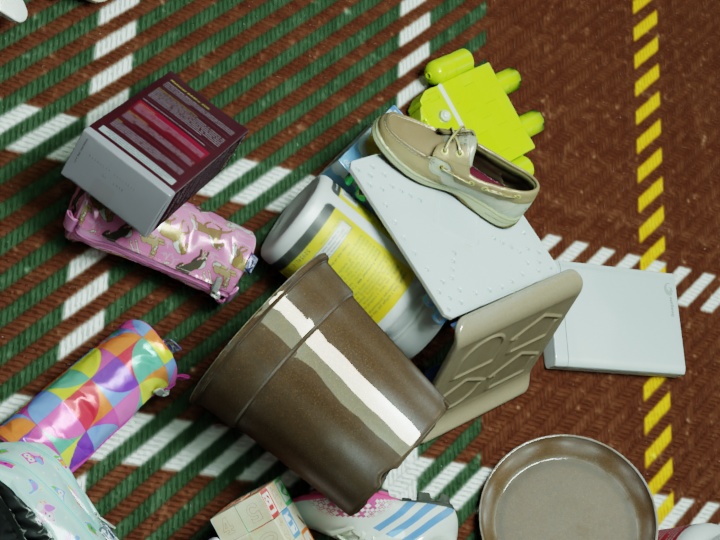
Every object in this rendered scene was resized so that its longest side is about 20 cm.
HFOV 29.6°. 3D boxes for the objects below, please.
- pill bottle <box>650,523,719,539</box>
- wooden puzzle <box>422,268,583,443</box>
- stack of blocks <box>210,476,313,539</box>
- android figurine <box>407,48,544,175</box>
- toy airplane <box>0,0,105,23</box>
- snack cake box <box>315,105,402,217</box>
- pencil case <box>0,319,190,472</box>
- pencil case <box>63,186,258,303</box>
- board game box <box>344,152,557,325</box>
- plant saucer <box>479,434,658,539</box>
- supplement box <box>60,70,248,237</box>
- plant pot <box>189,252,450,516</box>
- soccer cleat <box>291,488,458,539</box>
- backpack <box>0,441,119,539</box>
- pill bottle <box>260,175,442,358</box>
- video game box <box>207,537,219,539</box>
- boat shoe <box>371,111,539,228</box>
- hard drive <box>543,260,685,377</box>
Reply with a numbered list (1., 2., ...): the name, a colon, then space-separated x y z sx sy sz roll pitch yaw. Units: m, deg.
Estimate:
1. pill bottle: 0.361 0.342 1.514 0.111 0.200 0.113 9 70 -27
2. wooden puzzle: 0.141 0.088 1.500 0.184 0.201 0.046 -22 57 -33
3. stack of blocks: -0.063 0.308 1.340 0.058 0.115 0.201 -29 87 8
4. android figurine: 0.137 -0.177 1.656 0.199 0.041 0.183 -26 87 -36
5. toy airplane: -0.361 -0.358 1.405 0.198 0.141 0.202 -20 120 -22
6. snack cake box: 0.057 -0.073 1.563 0.200 0.067 0.115 48 56 -7
7. pencil case: -0.261 0.131 1.315 0.200 0.088 0.089 -40 95 -31
8. pencil case: -0.207 -0.037 1.401 0.199 0.087 0.083 24 99 -20
9. board game box: 0.100 -0.050 1.491 0.199 0.026 0.201 -20 71 -43
10. plant saucer: 0.231 0.282 1.520 0.198 0.032 0.202 -1 59 2
11. supplement box: -0.204 -0.122 1.381 0.109 0.061 0.200 37 31 0
12. plant pot: -0.031 0.123 1.350 0.198 0.200 0.200 43 58 6
13. soccer cleat: 0.019 0.274 1.426 0.198 0.070 0.087 9 66 -27
14. backpack: -0.294 0.251 1.186 0.201 0.166 0.127 56 14 0
15. pill bottle: 0.000 0.000 1.482 0.200 0.114 0.115 39 60 -12
16. video game box: -0.168 0.384 1.277 0.181 0.047 0.201 -27 88 -18
17. boat shoe: 0.107 -0.123 1.484 0.199 0.066 0.074 27 45 -17
18. hard drive: 0.311 0.061 1.683 0.198 0.027 0.133 6 71 -28
